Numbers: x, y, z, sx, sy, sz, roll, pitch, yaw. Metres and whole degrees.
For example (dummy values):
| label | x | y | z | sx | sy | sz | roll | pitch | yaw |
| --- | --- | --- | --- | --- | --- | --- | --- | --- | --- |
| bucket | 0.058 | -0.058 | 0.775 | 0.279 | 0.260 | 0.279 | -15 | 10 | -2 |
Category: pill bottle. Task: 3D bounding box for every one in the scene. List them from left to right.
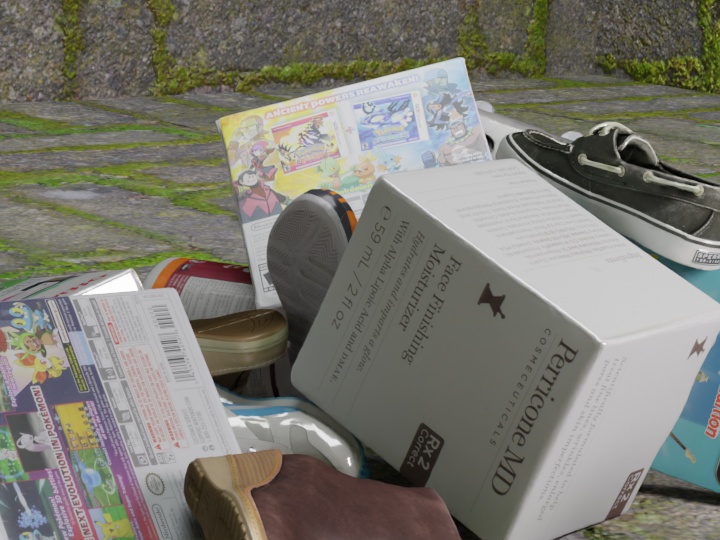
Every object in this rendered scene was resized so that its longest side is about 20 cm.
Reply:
| label | x | y | z | sx | sy | sz | roll | pitch | yaw |
| --- | --- | --- | --- | --- | --- | --- | --- | --- | --- |
| pill bottle | -0.068 | 0.054 | 1.861 | 0.198 | 0.111 | 0.109 | 7 | 12 | 25 |

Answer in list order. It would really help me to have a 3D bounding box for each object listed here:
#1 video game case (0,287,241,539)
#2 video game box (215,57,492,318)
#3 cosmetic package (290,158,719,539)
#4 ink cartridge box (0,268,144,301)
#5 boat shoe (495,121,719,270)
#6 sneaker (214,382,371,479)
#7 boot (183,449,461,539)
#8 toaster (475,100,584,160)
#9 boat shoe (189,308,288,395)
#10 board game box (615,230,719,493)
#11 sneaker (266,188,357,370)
| label | x | y | z | sx | sy | sz | roll | pitch | yaw |
| --- | --- | --- | --- | --- | --- | --- | --- | --- | --- |
| video game case | -0.163 | 0.102 | 1.488 | 0.181 | 0.023 | 0.201 | -4 | 56 | -32 |
| video game box | 0.004 | -0.057 | 1.822 | 0.198 | 0.183 | 0.047 | -13 | -31 | 0 |
| cosmetic package | 0.096 | 0.051 | 1.587 | 0.200 | 0.166 | 0.164 | 37 | 26 | 28 |
| ink cartridge box | -0.238 | 0.065 | 1.631 | 0.144 | 0.085 | 0.199 | -26 | 11 | -31 |
| boat shoe | 0.178 | -0.066 | 1.664 | 0.199 | 0.064 | 0.070 | 28 | 20 | 37 |
| sneaker | -0.085 | 0.125 | 1.620 | 0.199 | 0.077 | 0.081 | 13 | 37 | 27 |
| boot | -0.008 | 0.164 | 1.411 | 0.165 | 0.073 | 0.200 | 9 | 20 | -18 |
| toaster | 0.091 | -0.027 | 1.889 | 0.180 | 0.201 | 0.119 | 20 | -26 | 20 |
| boat shoe | -0.105 | 0.068 | 1.709 | 0.072 | 0.066 | 0.199 | -16 | 3 | -31 |
| board game box | 0.213 | 0.058 | 1.671 | 0.198 | 0.152 | 0.047 | 19 | 16 | 14 |
| sneaker | 0.000 | 0.000 | 1.679 | 0.077 | 0.201 | 0.112 | 36 | 58 | 28 |
